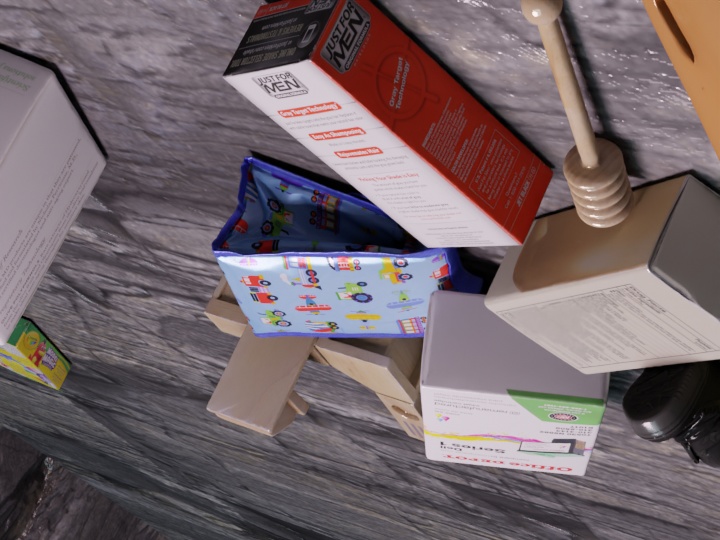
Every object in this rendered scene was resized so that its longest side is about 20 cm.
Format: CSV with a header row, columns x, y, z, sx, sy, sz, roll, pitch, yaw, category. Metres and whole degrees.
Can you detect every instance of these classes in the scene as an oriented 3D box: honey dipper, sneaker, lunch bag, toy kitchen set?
x,y,z,sx,sy,sz,roll,pitch,yaw,category
0.125,-0.094,0.860,0.038,0.038,0.201,16,155,28,honey dipper
0.236,0.096,1.045,0.060,0.200,0.105,-31,100,21,sneaker
0.000,0.000,1.208,0.198,0.095,0.151,11,155,16,lunch bag
-0.034,0.102,1.378,0.198,0.164,0.181,16,159,30,toy kitchen set

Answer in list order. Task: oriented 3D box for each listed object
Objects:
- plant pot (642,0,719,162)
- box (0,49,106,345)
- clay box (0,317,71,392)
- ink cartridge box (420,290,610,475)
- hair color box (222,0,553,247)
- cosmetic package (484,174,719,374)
x,y,z,sx,sy,sz,roll,pitch,yaw,category
0.187,-0.105,0.531,0.140,0.200,0.200,47,157,-9,plant pot
-0.363,-0.082,1.282,0.197,0.202,0.172,22,163,15,box
-0.507,0.113,2.219,0.114,0.048,0.200,20,161,18,clay box
0.124,0.096,1.220,0.143,0.085,0.200,6,158,6,ink cartridge box
0.020,-0.092,0.957,0.199,0.062,0.101,38,158,-32,hair color box
0.179,0.008,0.989,0.105,0.072,0.199,34,160,-19,cosmetic package
